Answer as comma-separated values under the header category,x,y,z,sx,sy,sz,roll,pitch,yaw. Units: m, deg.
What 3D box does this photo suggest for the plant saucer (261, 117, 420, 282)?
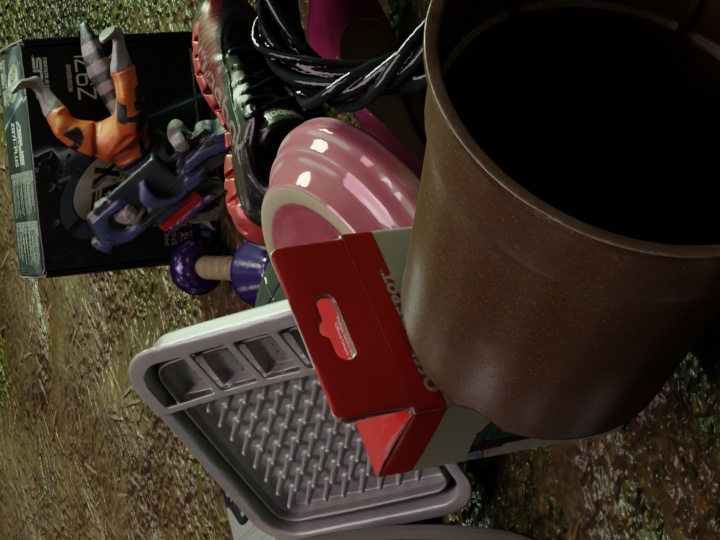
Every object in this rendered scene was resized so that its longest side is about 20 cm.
category,x,y,z,sx,sy,sz,roll,pitch,yaw
plant saucer,0.000,0.000,1.143,0.200,0.051,0.201,42,152,28

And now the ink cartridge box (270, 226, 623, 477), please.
category,x,y,z,sx,sy,sz,roll,pitch,yaw
ink cartridge box,0.050,0.039,0.960,0.117,0.198,0.067,66,150,31

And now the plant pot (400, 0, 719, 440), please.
category,x,y,z,sx,sy,sz,roll,pitch,yaw
plant pot,0.108,-0.030,0.851,0.199,0.198,0.202,107,146,-52

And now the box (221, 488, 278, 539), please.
category,x,y,z,sx,sy,sz,roll,pitch,yaw
box,-0.084,0.151,1.455,0.119,0.041,0.202,132,129,-58

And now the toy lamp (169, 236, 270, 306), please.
category,x,y,z,sx,sy,sz,roll,pitch,yaw
toy lamp,-0.099,0.000,1.430,0.200,0.058,0.059,-174,79,-67

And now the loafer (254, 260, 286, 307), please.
category,x,y,z,sx,sy,sz,roll,pitch,yaw
loafer,-0.046,0.045,1.329,0.072,0.062,0.201,65,146,34

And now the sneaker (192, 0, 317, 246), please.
category,x,y,z,sx,sy,sz,roll,pitch,yaw
sneaker,-0.074,-0.125,1.330,0.098,0.070,0.203,-33,68,62

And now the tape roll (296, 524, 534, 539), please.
category,x,y,z,sx,sy,sz,roll,pitch,yaw
tape roll,0.022,0.245,1.069,0.202,0.201,0.141,7,101,64

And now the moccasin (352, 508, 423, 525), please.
category,x,y,z,sx,sy,sz,roll,pitch,yaw
moccasin,-0.001,0.222,1.268,0.074,0.077,0.203,39,128,35

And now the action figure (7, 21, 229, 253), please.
category,x,y,z,sx,sy,sz,roll,pitch,yaw
action figure,-0.164,-0.118,1.445,0.194,0.199,0.105,52,-160,-24

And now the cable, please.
category,x,y,z,sx,sy,sz,roll,pitch,yaw
cable,0.002,-0.183,1.061,0.199,0.051,0.165,-12,94,38

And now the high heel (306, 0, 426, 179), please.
category,x,y,z,sx,sy,sz,roll,pitch,yaw
high heel,0.025,-0.120,1.143,0.096,0.067,0.202,-26,80,56

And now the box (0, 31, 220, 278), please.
category,x,y,z,sx,sy,sz,roll,pitch,yaw
box,-0.219,-0.101,1.530,0.086,0.162,0.202,0,95,64

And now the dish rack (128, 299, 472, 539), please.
category,x,y,z,sx,sy,sz,roll,pitch,yaw
dish rack,-0.034,0.092,1.130,0.170,0.201,0.044,-16,37,28
